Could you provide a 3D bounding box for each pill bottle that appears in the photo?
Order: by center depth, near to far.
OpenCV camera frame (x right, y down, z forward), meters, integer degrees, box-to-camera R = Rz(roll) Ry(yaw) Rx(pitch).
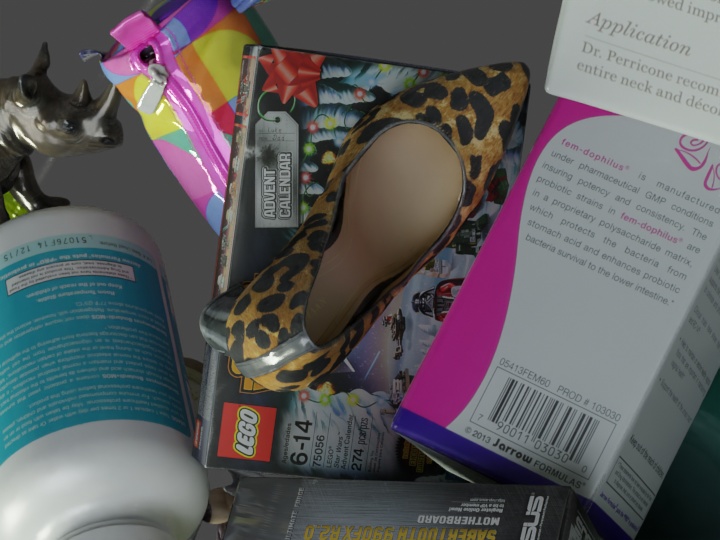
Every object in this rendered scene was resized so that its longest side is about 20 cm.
[{"bbox_3d":[-0.137,0.075,1.375,0.110,0.201,0.111,-9,143,-7],"label":"pill bottle"}]

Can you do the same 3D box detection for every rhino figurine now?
[{"bbox_3d":[-0.196,-0.051,1.436,0.199,0.060,0.088,-34,102,28],"label":"rhino figurine"}]

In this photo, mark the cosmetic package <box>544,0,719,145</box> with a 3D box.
[{"bbox_3d":[0.193,-0.168,1.174,0.166,0.166,0.201,19,120,11],"label":"cosmetic package"}]

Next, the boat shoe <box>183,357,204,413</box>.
[{"bbox_3d":[-0.146,0.126,1.496,0.073,0.063,0.200,47,120,-5],"label":"boat shoe"}]

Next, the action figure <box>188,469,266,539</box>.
[{"bbox_3d":[-0.084,0.171,1.464,0.199,0.070,0.130,-33,119,19],"label":"action figure"}]

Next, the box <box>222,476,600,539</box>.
[{"bbox_3d":[0.045,0.162,1.241,0.157,0.049,0.200,-1,146,23],"label":"box"}]

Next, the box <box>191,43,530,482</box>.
[{"bbox_3d":[0.000,0.000,1.322,0.136,0.040,0.202,6,94,-14],"label":"box"}]

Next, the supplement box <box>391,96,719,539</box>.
[{"bbox_3d":[0.112,0.012,1.251,0.101,0.103,0.201,25,84,22],"label":"supplement box"}]

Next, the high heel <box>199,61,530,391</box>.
[{"bbox_3d":[0.018,-0.022,1.230,0.200,0.143,0.072,-42,103,-7],"label":"high heel"}]

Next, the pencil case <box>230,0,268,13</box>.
[{"bbox_3d":[-0.075,-0.222,1.299,0.087,0.078,0.201,-23,105,42],"label":"pencil case"}]

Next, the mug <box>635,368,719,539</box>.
[{"bbox_3d":[0.142,0.090,1.337,0.151,0.114,0.186,7,76,18],"label":"mug"}]

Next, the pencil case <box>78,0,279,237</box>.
[{"bbox_3d":[-0.052,-0.050,1.367,0.088,0.088,0.201,-28,104,29],"label":"pencil case"}]
